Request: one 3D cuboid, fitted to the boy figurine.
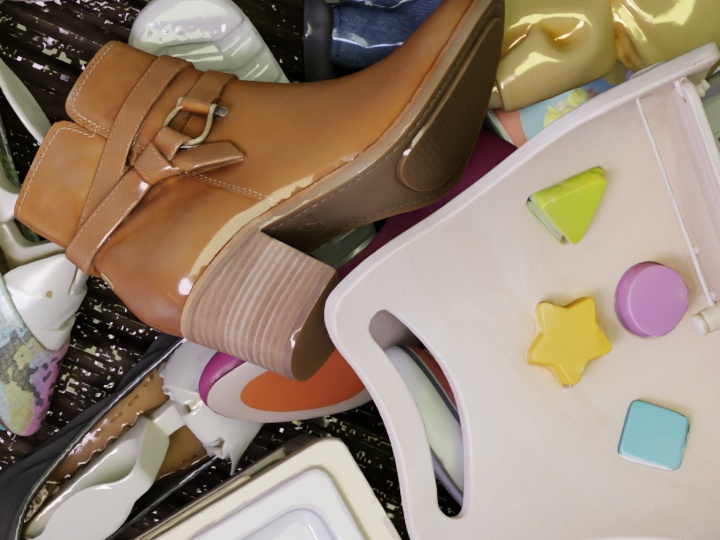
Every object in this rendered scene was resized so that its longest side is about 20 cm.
[{"bbox_3d":[0.073,-0.121,1.231,0.198,0.065,0.125,-1,52,0],"label":"boy figurine"}]

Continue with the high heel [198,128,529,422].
[{"bbox_3d":[0.000,0.000,1.213,0.199,0.068,0.096,-20,52,-28],"label":"high heel"}]

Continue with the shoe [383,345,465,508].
[{"bbox_3d":[0.094,0.090,1.187,0.091,0.071,0.200,-40,103,-5],"label":"shoe"}]

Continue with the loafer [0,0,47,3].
[{"bbox_3d":[-0.156,-0.153,1.222,0.199,0.067,0.077,10,85,-8],"label":"loafer"}]

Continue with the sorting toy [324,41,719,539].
[{"bbox_3d":[0.085,0.032,1.112,0.179,0.107,0.201,-22,100,-9],"label":"sorting toy"}]

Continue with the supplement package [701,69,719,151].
[{"bbox_3d":[0.214,-0.002,1.210,0.117,0.117,0.201,-34,93,-45],"label":"supplement package"}]

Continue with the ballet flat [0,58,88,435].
[{"bbox_3d":[-0.158,-0.026,1.206,0.071,0.069,0.201,-16,99,14],"label":"ballet flat"}]

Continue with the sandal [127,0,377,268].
[{"bbox_3d":[-0.044,-0.040,1.241,0.082,0.050,0.204,-20,112,-1],"label":"sandal"}]

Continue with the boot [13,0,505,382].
[{"bbox_3d":[-0.041,-0.062,1.163,0.155,0.077,0.201,27,78,23],"label":"boot"}]

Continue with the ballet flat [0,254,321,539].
[{"bbox_3d":[-0.084,0.073,1.211,0.200,0.068,0.068,-42,111,6],"label":"ballet flat"}]

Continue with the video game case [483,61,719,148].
[{"bbox_3d":[0.148,-0.113,1.292,0.199,0.017,0.143,-34,94,-7],"label":"video game case"}]

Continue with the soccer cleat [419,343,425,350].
[{"bbox_3d":[0.100,0.035,1.266,0.199,0.068,0.074,6,65,-4],"label":"soccer cleat"}]

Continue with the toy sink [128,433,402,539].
[{"bbox_3d":[-0.042,0.146,1.168,0.130,0.200,0.112,-31,94,-7],"label":"toy sink"}]
